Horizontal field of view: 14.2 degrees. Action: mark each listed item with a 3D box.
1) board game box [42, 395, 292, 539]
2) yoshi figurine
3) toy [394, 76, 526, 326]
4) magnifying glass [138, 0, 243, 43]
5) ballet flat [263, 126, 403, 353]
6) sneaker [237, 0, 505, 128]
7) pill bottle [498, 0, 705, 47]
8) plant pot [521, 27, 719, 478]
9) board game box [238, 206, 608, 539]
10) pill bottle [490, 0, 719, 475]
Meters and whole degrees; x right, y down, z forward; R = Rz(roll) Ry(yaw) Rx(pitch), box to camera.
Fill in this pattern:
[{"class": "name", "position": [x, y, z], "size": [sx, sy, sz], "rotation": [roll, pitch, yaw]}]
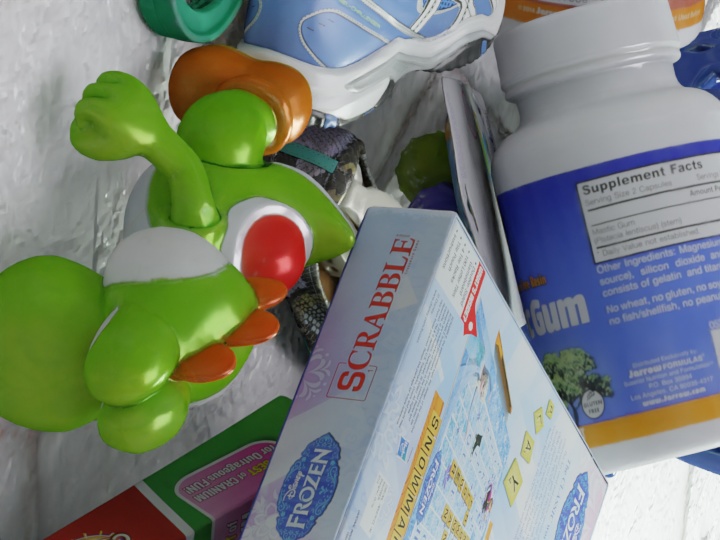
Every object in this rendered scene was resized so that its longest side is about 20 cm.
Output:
[{"class": "board game box", "position": [-0.082, 0.158, 1.088], "size": [0.200, 0.040, 0.154], "rotation": [-31, 131, -38]}, {"class": "yoshi figurine", "position": [-0.083, -0.004, 1.049], "size": [0.112, 0.112, 0.200], "rotation": [44, 29, -12]}, {"class": "toy", "position": [0.045, -0.025, 1.340], "size": [0.200, 0.047, 0.116], "rotation": [-11, 88, -79]}, {"class": "magnifying glass", "position": [-0.048, -0.186, 1.103], "size": [0.080, 0.022, 0.201], "rotation": [11, 89, -68]}, {"class": "ballet flat", "position": [0.000, 0.000, 1.248], "size": [0.200, 0.072, 0.072], "rotation": [60, 46, -59]}, {"class": "sneaker", "position": [0.013, -0.125, 1.201], "size": [0.200, 0.075, 0.077], "rotation": [-44, 148, -57]}, {"class": "pill bottle", "position": [0.116, -0.210, 1.365], "size": [0.112, 0.112, 0.201], "rotation": [-31, 129, -61]}, {"class": "plant pot", "position": [0.174, -0.009, 1.465], "size": [0.200, 0.179, 0.201], "rotation": [-107, -162, -67]}, {"class": "board game box", "position": [0.022, 0.114, 1.095], "size": [0.200, 0.041, 0.201], "rotation": [58, 45, -48]}, {"class": "pill bottle", "position": [0.121, -0.016, 1.292], "size": [0.112, 0.111, 0.201], "rotation": [-4, 79, -67]}]
